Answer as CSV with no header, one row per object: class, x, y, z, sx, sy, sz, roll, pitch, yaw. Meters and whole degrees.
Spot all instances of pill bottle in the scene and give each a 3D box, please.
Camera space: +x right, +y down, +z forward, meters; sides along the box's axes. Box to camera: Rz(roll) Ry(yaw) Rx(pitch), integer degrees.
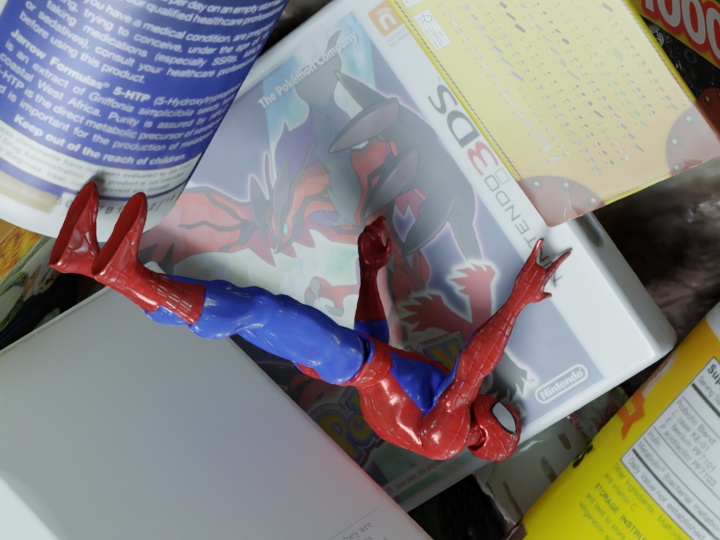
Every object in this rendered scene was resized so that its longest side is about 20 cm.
pill bottle,-0.081,-0.120,1.091,0.119,0.120,0.200,30,124,-3
pill bottle,0.140,0.087,1.138,0.109,0.109,0.200,40,100,-11

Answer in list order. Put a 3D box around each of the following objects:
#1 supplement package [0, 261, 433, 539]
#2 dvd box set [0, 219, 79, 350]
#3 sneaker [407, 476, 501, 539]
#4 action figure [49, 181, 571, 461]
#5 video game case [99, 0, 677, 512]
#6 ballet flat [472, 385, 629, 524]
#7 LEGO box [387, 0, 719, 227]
supplement package,-0.065,0.118,1.169,0.200,0.117,0.117,44,150,26
dvd box set,-0.179,0.050,1.192,0.029,0.200,0.147,30,141,14
sneaker,0.023,0.180,1.311,0.114,0.076,0.200,-10,118,29
action figure,-0.006,0.003,1.113,0.200,0.099,0.065,32,172,-29
video game case,0.000,0.000,1.184,0.200,0.023,0.183,-34,91,37
ballet flat,0.092,0.096,1.226,0.075,0.064,0.200,-32,110,24
LEGO box,0.057,-0.141,1.008,0.077,0.149,0.200,-23,115,32
